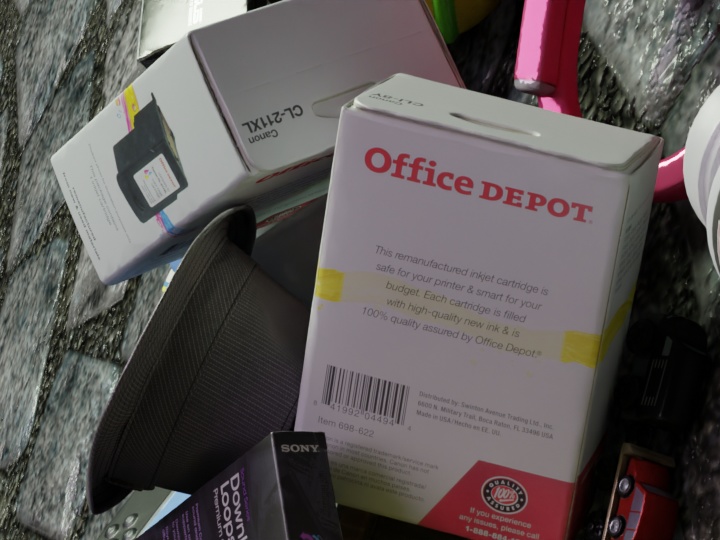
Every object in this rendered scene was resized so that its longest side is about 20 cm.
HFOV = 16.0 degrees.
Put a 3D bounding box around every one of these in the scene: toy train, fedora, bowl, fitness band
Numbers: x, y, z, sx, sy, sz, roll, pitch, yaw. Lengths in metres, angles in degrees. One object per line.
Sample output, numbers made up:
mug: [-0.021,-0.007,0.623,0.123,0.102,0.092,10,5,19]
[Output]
toy train: [0.131,0.117,1.217,0.046,0.034,0.201,0,72,53]
fedora: [-0.067,0.062,1.320,0.178,0.090,0.200,-63,-2,-13]
bowl: [0.000,0.000,1.477,0.201,0.091,0.201,-33,-1,-1]
fitness band: [0.149,-0.134,1.267,0.143,0.037,0.201,10,90,38]

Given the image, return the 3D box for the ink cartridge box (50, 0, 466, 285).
ink cartridge box: [-0.058,-0.077,1.374,0.200,0.145,0.083,-33,80,57]

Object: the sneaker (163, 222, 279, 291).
sneaker: [-0.071,-0.038,1.650,0.200,0.073,0.083,-61,-23,-71]

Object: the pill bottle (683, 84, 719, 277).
pill bottle: [0.207,-0.009,1.026,0.116,0.115,0.200,-64,24,17]

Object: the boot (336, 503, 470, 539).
boot: [0.041,0.135,1.378,0.200,0.096,0.075,-26,-46,-82]

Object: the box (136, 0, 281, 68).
box: [-0.041,-0.154,1.578,0.086,0.200,0.165,-18,51,28]

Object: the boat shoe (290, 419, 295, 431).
boat shoe: [0.025,0.036,1.388,0.200,0.068,0.072,-34,1,25]

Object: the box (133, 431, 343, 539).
box: [-0.064,0.180,1.259,0.200,0.036,0.144,-40,55,50]

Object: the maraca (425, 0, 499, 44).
maraca: [0.045,-0.215,1.570,0.200,0.106,0.138,-91,-4,-68]

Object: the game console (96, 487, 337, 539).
game console: [-0.127,0.145,1.481,0.199,0.117,0.176,3,49,51]

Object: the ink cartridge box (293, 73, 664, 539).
ink cartridge box: [0.056,0.020,1.238,0.083,0.144,0.201,-41,-37,-65]
